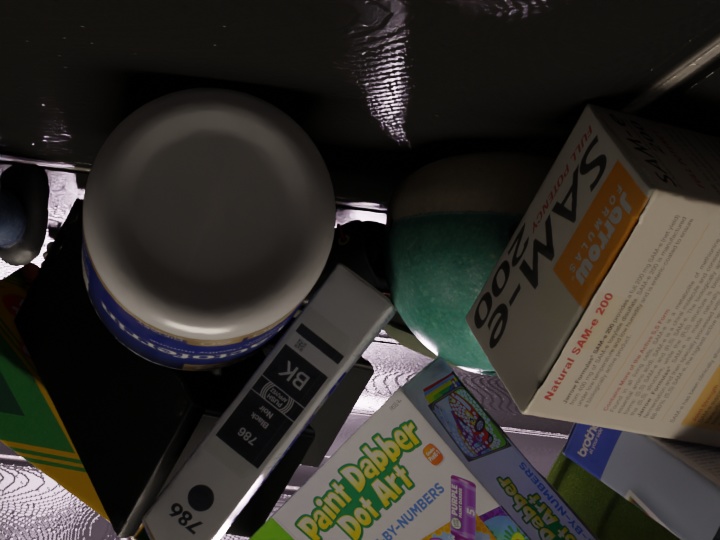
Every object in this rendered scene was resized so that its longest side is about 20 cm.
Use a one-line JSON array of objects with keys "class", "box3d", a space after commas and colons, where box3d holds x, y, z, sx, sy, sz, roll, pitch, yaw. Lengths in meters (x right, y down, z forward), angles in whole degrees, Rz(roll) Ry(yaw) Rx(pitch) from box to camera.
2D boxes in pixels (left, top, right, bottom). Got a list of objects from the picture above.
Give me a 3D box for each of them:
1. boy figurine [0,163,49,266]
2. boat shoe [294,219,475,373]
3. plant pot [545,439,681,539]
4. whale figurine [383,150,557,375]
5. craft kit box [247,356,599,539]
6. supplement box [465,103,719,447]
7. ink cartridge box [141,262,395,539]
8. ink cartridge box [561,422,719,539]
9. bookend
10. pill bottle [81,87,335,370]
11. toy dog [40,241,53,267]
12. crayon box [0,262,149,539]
[{"class": "boy figurine", "box3d": [-0.249, -0.046, 1.195, 0.124, 0.065, 0.200, 0, 168, 32]}, {"class": "boat shoe", "box3d": [0.001, -0.001, 1.338, 0.201, 0.063, 0.074, 16, -153, 10]}, {"class": "plant pot", "box3d": [0.217, 0.171, 1.228, 0.193, 0.201, 0.200, 23, -176, 40]}, {"class": "whale figurine", "box3d": [0.109, 0.006, 1.170, 0.199, 0.104, 0.159, 10, 169, -11]}, {"class": "craft kit box", "box3d": [0.044, 0.176, 1.222, 0.048, 0.198, 0.200, -31, 167, -47]}, {"class": "supplement box", "box3d": [0.166, 0.011, 1.081, 0.199, 0.126, 0.074, 12, -150, -32]}, {"class": "ink cartridge box", "box3d": [-0.056, 0.087, 1.182, 0.039, 0.200, 0.099, 36, 178, 3]}, {"class": "ink cartridge box", "box3d": [0.183, 0.103, 1.115, 0.200, 0.042, 0.119, 38, -156, 32]}, {"class": "bookend", "box3d": [-0.069, 0.068, 1.353, 0.198, 0.092, 0.200, 14, -153, -34]}, {"class": "pill bottle", "box3d": [-0.078, -0.012, 1.142, 0.115, 0.116, 0.200, 6, 171, -5]}, {"class": "toy dog", "box3d": [-0.112, 0.044, 1.535, 0.132, 0.097, 0.200, -3, 167, 39]}, {"class": "crayon box", "box3d": [-0.155, 0.084, 1.411, 0.200, 0.051, 0.127, 36, -159, 5]}]
